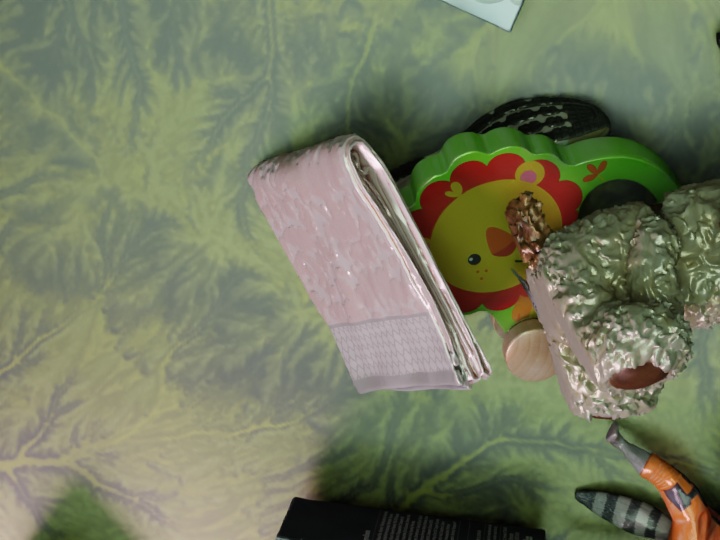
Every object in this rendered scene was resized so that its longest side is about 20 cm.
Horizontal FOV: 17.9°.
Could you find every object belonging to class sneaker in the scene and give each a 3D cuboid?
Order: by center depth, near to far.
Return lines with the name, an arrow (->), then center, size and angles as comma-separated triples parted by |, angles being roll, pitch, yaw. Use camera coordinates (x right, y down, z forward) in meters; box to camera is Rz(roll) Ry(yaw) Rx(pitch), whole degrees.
sneaker -> 0.096, -0.055, 1.651 | 0.199, 0.077, 0.089 | -26, 122, 12

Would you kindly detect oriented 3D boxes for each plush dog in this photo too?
plush dog -> 0.202, -0.003, 1.526 | 0.170, 0.200, 0.162 | -22, 77, -6

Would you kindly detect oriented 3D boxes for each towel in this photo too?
towel -> 0.000, 0.000, 1.605 | 0.032, 0.200, 0.192 | -31, 98, -21

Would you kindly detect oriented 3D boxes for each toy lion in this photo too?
toy lion -> 0.127, -0.029, 1.605 | 0.199, 0.069, 0.192 | -29, 124, 10

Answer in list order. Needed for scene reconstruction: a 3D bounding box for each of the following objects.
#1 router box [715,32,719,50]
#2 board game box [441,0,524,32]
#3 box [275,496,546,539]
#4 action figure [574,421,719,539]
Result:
router box -> 0.352, -0.098, 1.605 | 0.149, 0.062, 0.202 | -20, 99, 9
board game box -> 0.057, -0.301, 1.605 | 0.198, 0.043, 0.201 | 24, 103, 1
box -> 0.029, 0.286, 1.659 | 0.195, 0.124, 0.202 | 7, 100, 2
action figure -> 0.262, 0.169, 1.674 | 0.192, 0.105, 0.202 | 17, 78, -5
